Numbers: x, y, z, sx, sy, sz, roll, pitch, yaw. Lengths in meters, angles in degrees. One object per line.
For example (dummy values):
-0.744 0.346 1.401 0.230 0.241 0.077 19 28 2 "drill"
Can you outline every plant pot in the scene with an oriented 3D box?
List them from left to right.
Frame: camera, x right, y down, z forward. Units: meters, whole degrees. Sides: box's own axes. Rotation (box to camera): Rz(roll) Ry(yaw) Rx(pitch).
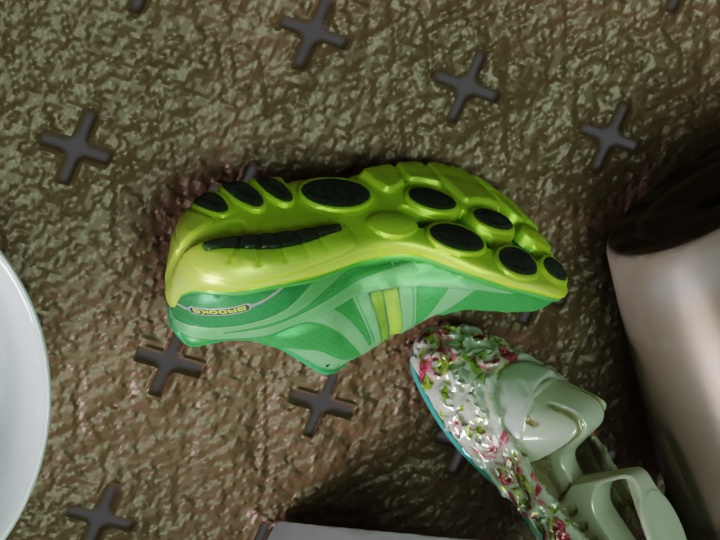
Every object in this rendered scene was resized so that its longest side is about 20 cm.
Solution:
0.206 0.034 1.229 0.200 0.200 0.174 -33 104 -7 "plant pot"

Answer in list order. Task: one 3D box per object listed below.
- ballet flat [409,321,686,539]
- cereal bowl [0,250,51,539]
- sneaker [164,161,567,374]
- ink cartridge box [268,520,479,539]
0.103 0.096 1.214 0.076 0.200 0.064 -32 173 -46 "ballet flat"
-0.232 0.050 1.081 0.200 0.083 0.200 -6 104 -24 "cereal bowl"
0.000 0.000 1.187 0.200 0.074 0.084 0 138 -27 "sneaker"
0.007 0.239 1.202 0.147 0.146 0.200 44 62 -32 "ink cartridge box"
